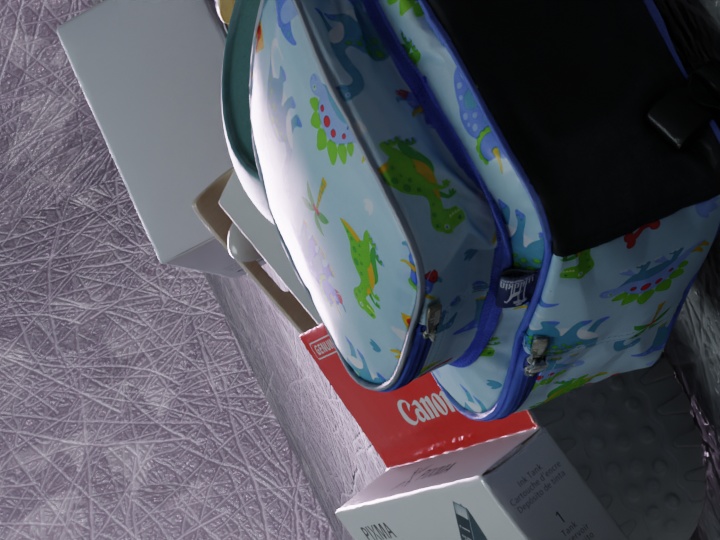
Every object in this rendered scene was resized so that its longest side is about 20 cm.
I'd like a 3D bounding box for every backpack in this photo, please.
[{"bbox_3d":[0.041,-0.039,0.804,0.200,0.146,0.184,91,154,-59],"label":"backpack"}]

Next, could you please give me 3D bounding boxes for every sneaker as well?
[{"bbox_3d":[0.088,0.053,0.983,0.200,0.076,0.081,55,157,16],"label":"sneaker"}]

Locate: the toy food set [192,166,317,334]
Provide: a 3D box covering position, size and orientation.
[{"bbox_3d":[-0.017,-0.006,1.346,0.144,0.060,0.200,50,156,-19],"label":"toy food set"}]

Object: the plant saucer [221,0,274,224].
[{"bbox_3d":[-0.014,-0.116,0.977,0.200,0.027,0.201,-28,55,49],"label":"plant saucer"}]

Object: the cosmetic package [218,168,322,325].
[{"bbox_3d":[0.000,0.000,1.141,0.051,0.082,0.200,-63,36,17],"label":"cosmetic package"}]

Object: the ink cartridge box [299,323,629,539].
[{"bbox_3d":[0.037,0.098,0.983,0.177,0.045,0.200,54,158,-2],"label":"ink cartridge box"}]

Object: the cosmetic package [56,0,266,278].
[{"bbox_3d":[-0.116,-0.111,1.609,0.200,0.123,0.200,65,-171,9],"label":"cosmetic package"}]

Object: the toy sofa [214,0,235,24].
[{"bbox_3d":[-0.070,-0.247,1.184,0.083,0.097,0.200,-122,11,-45],"label":"toy sofa"}]

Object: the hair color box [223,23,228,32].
[{"bbox_3d":[-0.035,-0.124,1.439,0.102,0.061,0.201,84,162,-67],"label":"hair color box"}]
